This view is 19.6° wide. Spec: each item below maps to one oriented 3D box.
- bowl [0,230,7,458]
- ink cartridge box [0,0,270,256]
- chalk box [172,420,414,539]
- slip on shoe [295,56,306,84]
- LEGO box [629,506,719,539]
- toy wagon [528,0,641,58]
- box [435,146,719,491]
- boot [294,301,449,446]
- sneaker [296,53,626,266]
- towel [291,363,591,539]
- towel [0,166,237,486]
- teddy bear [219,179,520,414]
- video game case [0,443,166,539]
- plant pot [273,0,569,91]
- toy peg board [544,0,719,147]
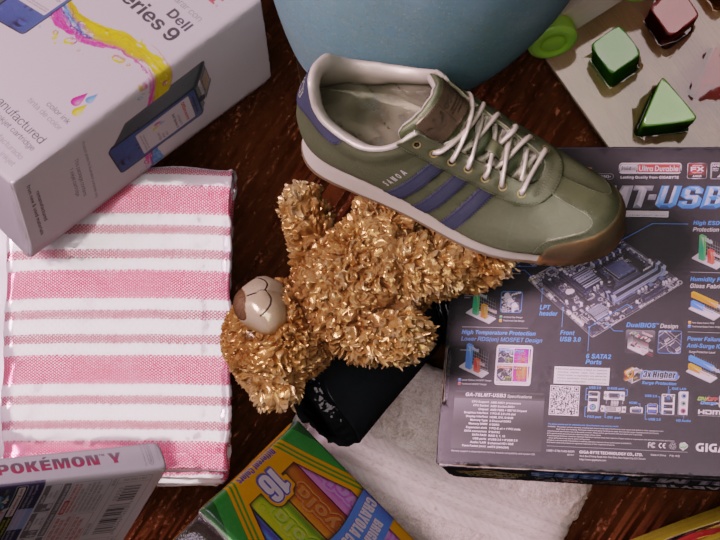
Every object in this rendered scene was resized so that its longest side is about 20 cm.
[{"bbox_3d":[-0.255,0.011,1.369,0.200,0.075,0.200,41,94,4],"label":"bowl"},{"bbox_3d":[-0.176,-0.130,1.299,0.200,0.088,0.145,-38,64,-21],"label":"ink cartridge box"},{"bbox_3d":[-0.030,0.221,1.302,0.200,0.124,0.125,46,128,2],"label":"chalk box"},{"bbox_3d":[-0.012,-0.180,1.357,0.061,0.076,0.200,-7,79,-34],"label":"slip on shoe"},{"bbox_3d":[0.232,0.232,1.310,0.200,0.077,0.149,-22,98,5],"label":"LEGO box"},{"bbox_3d":[0.112,-0.208,1.322,0.200,0.040,0.155,-32,57,27],"label":"toy wagon"},{"bbox_3d":[0.151,0.026,1.233,0.200,0.050,0.199,1,74,16],"label":"box"},{"bbox_3d":[0.042,0.052,1.312,0.200,0.076,0.168,38,68,10],"label":"boot"},{"bbox_3d":[0.051,-0.067,1.168,0.200,0.090,0.067,20,65,18],"label":"sneaker"},{"bbox_3d":[0.047,0.131,1.361,0.200,0.034,0.133,23,93,5],"label":"towel"},{"bbox_3d":[-0.151,0.034,1.313,0.146,0.030,0.200,1,87,3],"label":"towel"},{"bbox_3d":[0.000,0.000,1.227,0.200,0.067,0.145,-16,68,14],"label":"teddy bear"},{"bbox_3d":[-0.234,0.173,1.282,0.182,0.200,0.023,-3,56,-30],"label":"video game case"},{"bbox_3d":[0.026,-0.174,1.246,0.200,0.200,0.135,26,124,5],"label":"plant pot"},{"bbox_3d":[0.251,-0.117,1.311,0.199,0.098,0.200,-35,87,5],"label":"toy peg board"}]
